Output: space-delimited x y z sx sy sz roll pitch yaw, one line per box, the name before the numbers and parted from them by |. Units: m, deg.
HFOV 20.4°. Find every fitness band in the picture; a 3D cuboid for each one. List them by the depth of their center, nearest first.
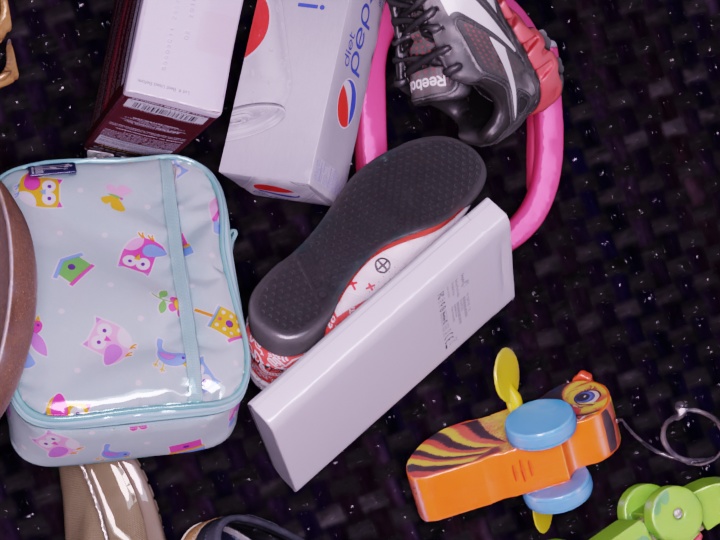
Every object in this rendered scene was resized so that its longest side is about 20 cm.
fitness band | 0.066 -0.103 1.366 0.143 0.037 0.200 0 84 -14

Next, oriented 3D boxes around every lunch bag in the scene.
lunch bag | -0.150 0.017 1.246 0.160 0.077 0.200 -5 60 -11

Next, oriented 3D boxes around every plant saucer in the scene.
plant saucer | -0.249 0.028 1.206 0.034 0.200 0.201 13 81 -39

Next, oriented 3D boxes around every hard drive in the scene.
hard drive | 0.018 0.050 1.289 0.200 0.132 0.026 -40 68 -12

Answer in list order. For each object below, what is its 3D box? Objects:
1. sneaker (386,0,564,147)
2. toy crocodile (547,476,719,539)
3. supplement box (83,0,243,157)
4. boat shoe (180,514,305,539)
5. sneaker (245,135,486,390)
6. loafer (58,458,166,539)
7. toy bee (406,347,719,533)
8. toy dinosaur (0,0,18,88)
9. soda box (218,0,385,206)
sneaker | 0.052 -0.162 1.283 0.200 0.071 0.098 54 55 -24
toy crocodile | 0.175 0.194 1.347 0.200 0.068 0.062 -29 92 -15
supplement box | -0.122 -0.135 1.237 0.061 0.200 0.109 13 82 -14
boat shoe | -0.025 0.219 1.290 0.200 0.062 0.075 32 53 -8
sneaker | -0.001 0.000 1.309 0.067 0.108 0.201 39 64 15
loafer | -0.158 0.177 1.262 0.067 0.076 0.200 -25 90 -21
toy bee | 0.132 0.115 1.340 0.200 0.109 0.131 6 114 -1
toy dinosaur | -0.271 -0.130 1.271 0.106 0.060 0.200 -11 63 -13
soda box | -0.033 -0.147 1.320 0.068 0.063 0.200 9 81 21
